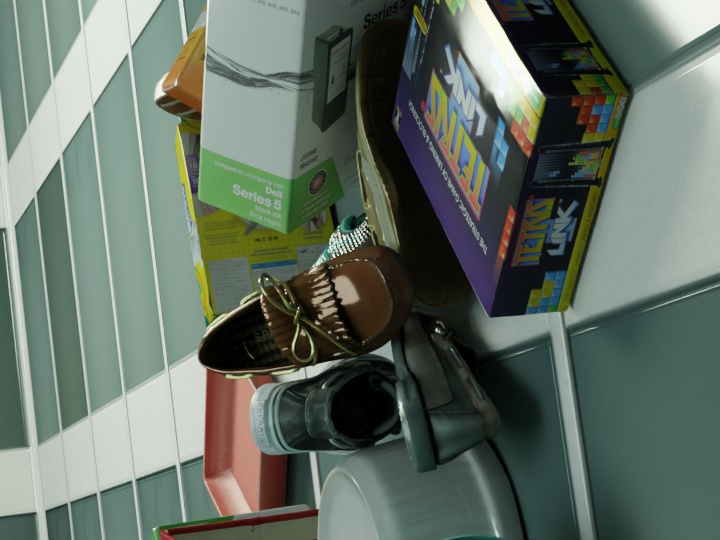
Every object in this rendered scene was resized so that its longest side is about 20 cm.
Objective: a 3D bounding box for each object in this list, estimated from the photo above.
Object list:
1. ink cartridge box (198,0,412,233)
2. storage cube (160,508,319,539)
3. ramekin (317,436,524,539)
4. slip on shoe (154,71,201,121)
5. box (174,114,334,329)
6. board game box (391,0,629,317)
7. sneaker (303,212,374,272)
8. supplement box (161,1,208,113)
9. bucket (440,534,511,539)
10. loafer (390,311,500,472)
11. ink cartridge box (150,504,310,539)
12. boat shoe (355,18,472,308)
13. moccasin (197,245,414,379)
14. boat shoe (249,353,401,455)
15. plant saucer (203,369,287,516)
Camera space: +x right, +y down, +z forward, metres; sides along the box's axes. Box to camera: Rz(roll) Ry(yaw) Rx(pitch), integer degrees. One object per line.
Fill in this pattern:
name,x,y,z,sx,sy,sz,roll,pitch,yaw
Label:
ink cartridge box,-0.037,-0.149,1.348,0.084,0.145,0.200,22,125,25
storage cube,-0.051,0.287,1.490,0.200,0.171,0.180,178,87,-72
ramekin,0.037,0.209,1.323,0.202,0.094,0.203,175,90,-72
slip on shoe,-0.083,-0.172,1.530,0.200,0.076,0.061,-19,59,41
box,-0.087,-0.054,1.594,0.048,0.117,0.200,118,144,-66
board game box,0.083,-0.098,1.163,0.200,0.057,0.166,-114,27,-45
sneaker,0.000,0.000,1.447,0.200,0.077,0.091,-178,109,-77
supplement box,-0.071,-0.207,1.433,0.200,0.066,0.069,-63,14,-7
bucket,0.056,0.249,1.118,0.135,0.207,0.208,140,124,-80
loafer,0.057,0.078,1.287,0.200,0.063,0.072,-93,-11,-71
ink cartridge box,-0.093,0.315,1.668,0.083,0.146,0.200,103,156,-47
boat shoe,0.026,-0.070,1.314,0.066,0.074,0.200,154,110,-65
moccasin,-0.040,0.032,1.312,0.201,0.078,0.074,-14,93,47
boat shoe,-0.002,0.100,1.357,0.200,0.071,0.072,-13,-80,-63
plant saucer,-0.109,0.166,1.853,0.200,0.037,0.200,-128,37,-58
